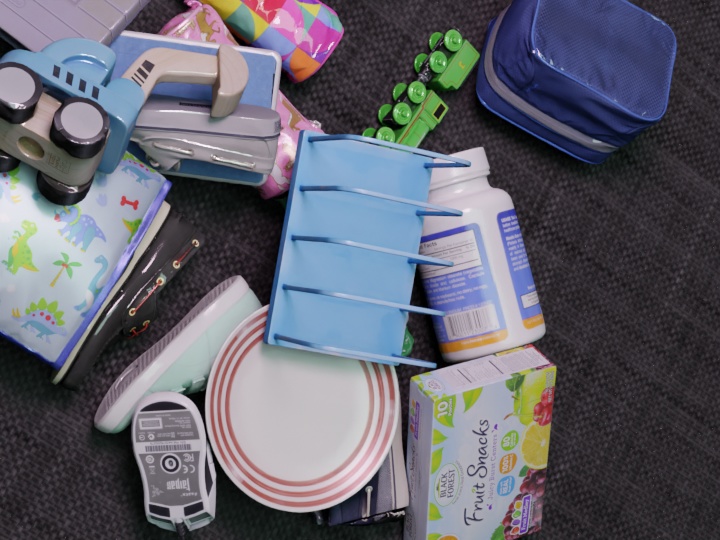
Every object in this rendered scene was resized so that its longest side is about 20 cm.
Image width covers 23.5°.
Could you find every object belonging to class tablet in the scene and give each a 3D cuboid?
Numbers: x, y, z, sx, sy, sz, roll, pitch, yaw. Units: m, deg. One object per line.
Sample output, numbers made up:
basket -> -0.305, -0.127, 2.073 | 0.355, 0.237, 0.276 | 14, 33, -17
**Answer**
tablet -> -0.179, -0.155, 1.634 | 0.198, 0.014, 0.132 | 8, 105, -2

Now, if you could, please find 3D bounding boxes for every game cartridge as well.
game cartridge -> -0.304, -0.273, 1.603 | 0.199, 0.038, 0.130 | 37, 67, 7

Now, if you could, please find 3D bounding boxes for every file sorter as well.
file sorter -> 0.011, -0.018, 1.586 | 0.137, 0.122, 0.202 | 11, 88, -24

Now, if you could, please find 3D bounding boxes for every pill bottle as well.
pill bottle -> 0.110, -0.017, 1.749 | 0.111, 0.112, 0.202 | -15, 91, -24

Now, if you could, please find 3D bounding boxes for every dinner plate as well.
dinner plate -> -0.056, 0.126, 1.638 | 0.198, 0.024, 0.203 | 0, 89, -23

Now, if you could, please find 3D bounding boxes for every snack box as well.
snack box -> 0.116, 0.184, 1.713 | 0.141, 0.053, 0.202 | -13, 122, -24

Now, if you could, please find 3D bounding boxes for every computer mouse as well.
computer mouse -> -0.165, 0.203, 1.609 | 0.108, 0.044, 0.202 | -2, 104, 8

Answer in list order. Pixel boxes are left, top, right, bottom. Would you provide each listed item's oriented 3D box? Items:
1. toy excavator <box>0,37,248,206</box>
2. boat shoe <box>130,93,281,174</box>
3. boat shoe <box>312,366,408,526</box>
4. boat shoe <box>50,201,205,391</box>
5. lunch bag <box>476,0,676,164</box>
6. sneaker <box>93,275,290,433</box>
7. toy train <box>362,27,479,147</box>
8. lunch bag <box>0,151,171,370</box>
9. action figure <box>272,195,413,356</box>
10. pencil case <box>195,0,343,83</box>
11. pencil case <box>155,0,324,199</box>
toy excavator -> -0.214, -0.154, 1.508 | 0.193, 0.100, 0.201 | 28, 55, -2
boat shoe -> -0.173, -0.124, 1.603 | 0.198, 0.072, 0.066 | 4, 109, -6
boat shoe -> -0.013, 0.156, 1.697 | 0.092, 0.074, 0.202 | -10, 89, -31
boat shoe -> -0.217, 0.031, 1.622 | 0.063, 0.074, 0.202 | 38, 72, -15
lunch bag -> 0.226, -0.207, 1.810 | 0.199, 0.132, 0.137 | 28, 59, -18
sneaker -> -0.151, 0.112, 1.645 | 0.200, 0.074, 0.119 | -42, 105, -20
toy train -> 0.056, -0.164, 1.780 | 0.056, 0.042, 0.201 | 43, 70, -25
lunch bag -> -0.295, -0.035, 1.566 | 0.169, 0.127, 0.201 | 33, 62, -16
action figure -> 0.000, 0.000, 1.716 | 0.055, 0.118, 0.201 | -37, 109, -34
pencil case -> -0.108, -0.272, 1.694 | 0.200, 0.088, 0.089 | 40, 71, -18
pencil case -> -0.122, -0.166, 1.679 | 0.200, 0.083, 0.087 | 47, 49, -12
